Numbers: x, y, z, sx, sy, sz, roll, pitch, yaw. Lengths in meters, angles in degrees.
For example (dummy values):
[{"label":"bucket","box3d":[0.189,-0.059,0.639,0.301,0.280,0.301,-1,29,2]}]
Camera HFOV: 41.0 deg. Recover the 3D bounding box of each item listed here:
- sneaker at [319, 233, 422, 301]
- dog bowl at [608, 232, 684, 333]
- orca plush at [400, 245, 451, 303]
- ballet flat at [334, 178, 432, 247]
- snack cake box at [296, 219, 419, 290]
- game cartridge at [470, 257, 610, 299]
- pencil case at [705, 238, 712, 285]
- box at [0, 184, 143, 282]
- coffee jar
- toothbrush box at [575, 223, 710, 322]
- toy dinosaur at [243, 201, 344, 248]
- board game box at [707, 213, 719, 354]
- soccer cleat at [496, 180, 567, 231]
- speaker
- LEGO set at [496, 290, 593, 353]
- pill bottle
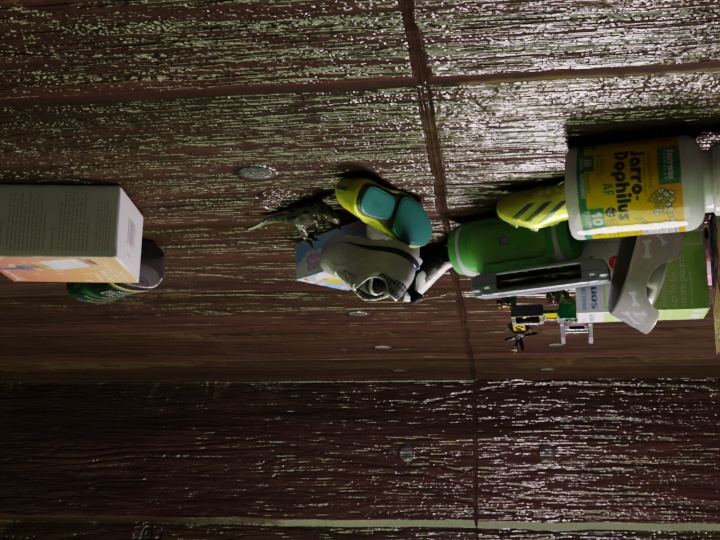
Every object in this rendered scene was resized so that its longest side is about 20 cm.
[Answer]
[{"label":"sneaker","box3d":[0.000,0.000,1.423,0.076,0.082,0.198,37,158,-35]},{"label":"dog bowl","box3d":[0.397,-0.018,1.343,0.057,0.204,0.200,14,168,7]},{"label":"orca plush","box3d":[0.101,-0.006,1.660,0.071,0.106,0.200,35,162,-9]},{"label":"ballet flat","box3d":[0.031,-0.087,1.365,0.066,0.068,0.199,17,176,36]},{"label":"snack cake box","box3d":[-0.007,-0.024,1.589,0.113,0.069,0.198,10,164,-36]},{"label":"game cartridge","box3d":[0.269,0.013,1.424,0.195,0.042,0.133,-8,171,16]},{"label":"pencil case","box3d":[0.555,-0.012,1.576,0.195,0.090,0.088,2,167,-4]},{"label":"box","box3d":[-0.433,-0.051,1.410,0.195,0.109,0.152,0,167,0]},{"label":"coffee jar","box3d":[-0.426,0.002,1.676,0.103,0.087,0.198,12,162,-40]},{"label":"toothbrush box","box3d":[0.431,-0.001,1.492,0.195,0.149,0.086,-2,167,15]},{"label":"toy dinosaur","box3d":[-0.082,-0.072,1.450,0.087,0.049,0.198,21,158,-40]},{"label":"board game box","box3d":[0.545,0.012,1.425,0.034,0.205,0.135,-2,167,13]},{"label":"soccer cleat","box3d":[0.282,-0.101,1.313,0.196,0.066,0.085,1,138,18]},{"label":"speaker","box3d":[0.233,-0.043,1.458,0.197,0.091,0.088,-9,164,34]},{"label":"LEGO set","box3d":[0.347,0.061,1.741,0.195,0.157,0.116,-9,148,9]},{"label":"pill bottle","box3d":[0.350,-0.101,1.156,0.196,0.116,0.113,-4,166,20]}]
